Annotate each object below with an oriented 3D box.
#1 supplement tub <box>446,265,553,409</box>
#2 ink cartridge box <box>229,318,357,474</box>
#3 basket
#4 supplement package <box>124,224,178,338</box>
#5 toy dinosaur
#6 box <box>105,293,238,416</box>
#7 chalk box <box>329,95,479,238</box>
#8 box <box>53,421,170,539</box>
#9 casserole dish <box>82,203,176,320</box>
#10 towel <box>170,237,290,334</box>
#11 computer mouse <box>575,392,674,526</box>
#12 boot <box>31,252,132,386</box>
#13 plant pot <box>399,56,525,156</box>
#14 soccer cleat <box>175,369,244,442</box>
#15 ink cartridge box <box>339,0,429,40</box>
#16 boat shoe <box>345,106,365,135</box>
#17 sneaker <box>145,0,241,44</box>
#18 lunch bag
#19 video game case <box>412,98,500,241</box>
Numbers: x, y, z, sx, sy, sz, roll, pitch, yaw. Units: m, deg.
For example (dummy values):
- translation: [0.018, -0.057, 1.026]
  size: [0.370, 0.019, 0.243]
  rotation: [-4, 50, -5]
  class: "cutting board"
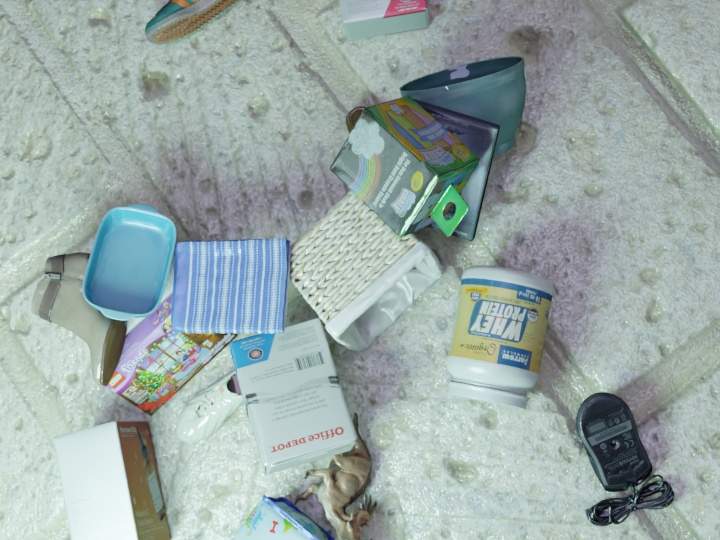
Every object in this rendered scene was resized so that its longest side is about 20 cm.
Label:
- translation: [0.212, 0.103, 1.573]
  size: [0.144, 0.145, 0.201]
  rotation: [10, 83, 9]
  class: "supplement tub"
- translation: [-0.104, 0.193, 1.557]
  size: [0.145, 0.084, 0.201]
  rotation: [-14, 71, -12]
  class: "ink cartridge box"
- translation: [0.000, 0.000, 1.594]
  size: [0.200, 0.198, 0.161]
  rotation: [-44, 75, 0]
  class: "basket"
- translation: [-0.367, 0.037, 1.673]
  size: [0.200, 0.120, 0.121]
  rotation: [-42, 78, 0]
  class: "supplement package"
- translation: [-0.018, 0.333, 1.607]
  size: [0.135, 0.086, 0.201]
  rotation: [23, 73, 3]
  class: "toy dinosaur"
- translation: [-0.312, 0.131, 1.645]
  size: [0.200, 0.137, 0.039]
  rotation: [-43, 47, 0]
  class: "box"
- translation: [0.080, -0.139, 1.489]
  size: [0.200, 0.124, 0.125]
  rotation: [45, 127, 15]
  class: "chalk box"
- translation: [-0.390, 0.347, 1.615]
  size: [0.106, 0.152, 0.201]
  rotation: [-14, 81, 6]
  class: "box"
- translation: [-0.352, -0.008, 1.567]
  size: [0.120, 0.039, 0.201]
  rotation: [12, 61, -7]
  class: "casserole dish"
- translation: [-0.199, 0.022, 1.540]
  size: [0.199, 0.024, 0.146]
  rotation: [-1, 80, 25]
  class: "towel"
- translation: [0.387, 0.282, 1.575]
  size: [0.138, 0.053, 0.201]
  rotation: [-19, 92, 3]
  class: "computer mouse"
- translation: [-0.437, 0.070, 1.579]
  size: [0.145, 0.070, 0.201]
  rotation: [8, 71, 6]
  class: "boot"
- translation: [0.174, -0.248, 1.620]
  size: [0.199, 0.200, 0.135]
  rotation: [-14, 107, 5]
  class: "plant pot"
- translation: [-0.223, 0.206, 1.651]
  size: [0.200, 0.078, 0.069]
  rotation: [-37, 79, 2]
  class: "soccer cleat"
- translation: [0.032, -0.505, 1.717]
  size: [0.144, 0.083, 0.201]
  rotation: [-8, 81, 6]
  class: "ink cartridge box"
- translation: [0.044, -0.193, 1.674]
  size: [0.075, 0.075, 0.203]
  rotation: [-37, 79, 1]
  class: "boat shoe"
- translation: [-0.292, -0.468, 1.768]
  size: [0.199, 0.071, 0.080]
  rotation: [-31, 74, -3]
  class: "sneaker"
- translation: [-0.109, 0.472, 1.573]
  size: [0.200, 0.127, 0.170]
  rotation: [34, 87, 21]
  class: "lunch bag"
- translation: [0.127, -0.152, 1.575]
  size: [0.142, 0.019, 0.201]
  rotation: [19, 127, 15]
  class: "video game case"
